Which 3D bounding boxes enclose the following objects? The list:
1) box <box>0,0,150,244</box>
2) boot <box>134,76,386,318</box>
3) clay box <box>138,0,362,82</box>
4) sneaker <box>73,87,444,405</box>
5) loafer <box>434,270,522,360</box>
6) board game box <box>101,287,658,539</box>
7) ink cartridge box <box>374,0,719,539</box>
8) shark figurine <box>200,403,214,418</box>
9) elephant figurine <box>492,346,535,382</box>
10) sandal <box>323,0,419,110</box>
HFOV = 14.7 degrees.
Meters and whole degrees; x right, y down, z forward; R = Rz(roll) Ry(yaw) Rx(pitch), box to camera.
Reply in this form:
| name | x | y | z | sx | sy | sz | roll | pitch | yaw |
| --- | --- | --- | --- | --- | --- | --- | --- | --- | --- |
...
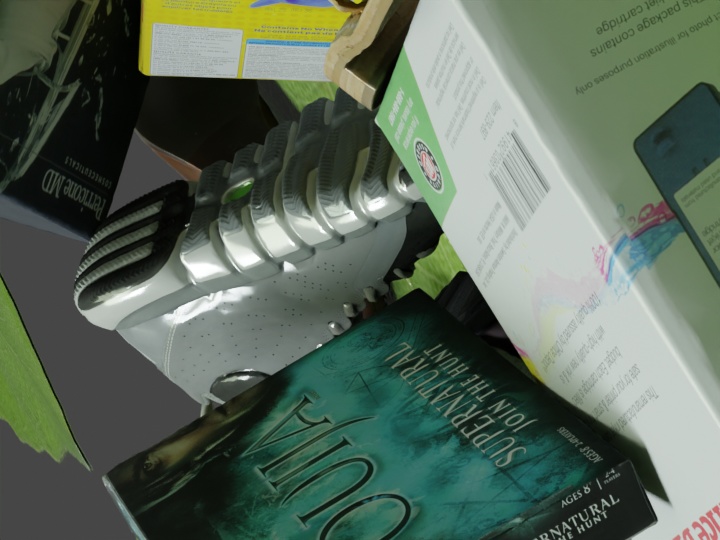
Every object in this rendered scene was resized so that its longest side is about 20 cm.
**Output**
| name | x | y | z | sx | sy | sz | roll | pitch | yaw |
| --- | --- | --- | --- | --- | --- | --- | --- | --- | --- |
| box | -0.151 | -0.132 | 1.015 | 0.123 | 0.198 | 0.200 | 17 | 176 | 17 |
| boot | -0.039 | 0.001 | 1.369 | 0.186 | 0.064 | 0.201 | 46 | 163 | 45 |
| clay box | -0.017 | -0.125 | 0.949 | 0.200 | 0.114 | 0.048 | 105 | 165 | -68 |
| sneaker | 0.000 | 0.000 | 1.043 | 0.116 | 0.199 | 0.075 | 50 | -144 | -30 |
| loafer | 0.061 | 0.026 | 1.082 | 0.063 | 0.072 | 0.200 | 33 | 161 | -3 |
| board game box | -0.002 | 0.074 | 0.906 | 0.028 | 0.135 | 0.200 | 63 | 171 | -20 |
| ink cartridge box | 0.096 | -0.003 | 0.848 | 0.201 | 0.087 | 0.145 | 60 | 166 | 10 |
| shark figurine | -0.015 | 0.127 | 1.196 | 0.089 | 0.129 | 0.214 | 20 | -179 | -30 |
| elephant figurine | 0.064 | 0.097 | 1.001 | 0.155 | 0.200 | 0.141 | 50 | -175 | 19 |
| sandal | -0.004 | -0.109 | 0.840 | 0.069 | 0.078 | 0.212 | 35 | 166 | 3 |
